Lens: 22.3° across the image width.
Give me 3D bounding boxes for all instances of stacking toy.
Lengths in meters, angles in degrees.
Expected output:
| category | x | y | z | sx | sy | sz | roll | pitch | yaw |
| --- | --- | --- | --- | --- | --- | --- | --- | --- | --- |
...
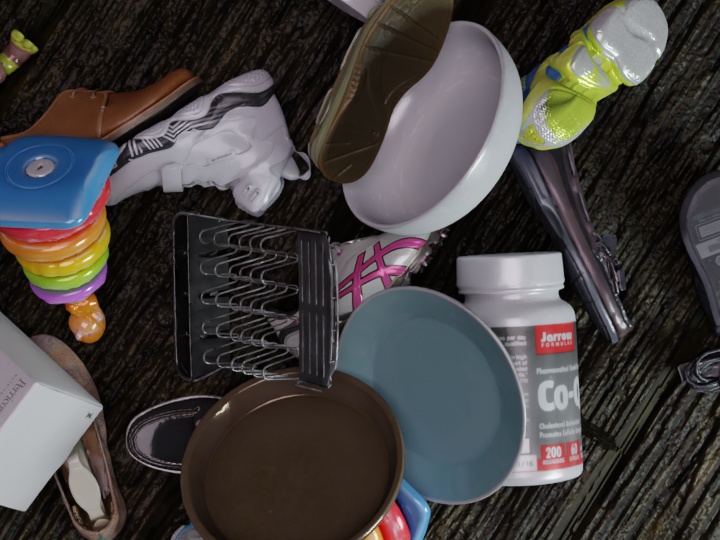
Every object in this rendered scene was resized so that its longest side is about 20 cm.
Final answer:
| category | x | y | z | sx | sy | sz | roll | pitch | yaw |
| --- | --- | --- | --- | --- | --- | --- | --- | --- | --- |
| stacking toy | -0.041 | 0.253 | 1.598 | 0.110 | 0.116 | 0.200 | 38 | 55 | 18 |
| stacking toy | -0.261 | -0.014 | 1.622 | 0.109 | 0.117 | 0.201 | 3 | 133 | 14 |

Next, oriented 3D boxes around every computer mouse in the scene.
| category | x | y | z | sx | sy | sz | roll | pitch | yaw |
| --- | --- | --- | --- | --- | --- | --- | --- | --- | --- |
| computer mouse | 0.340 | 0.003 | 1.671 | 0.137 | 0.053 | 0.202 | -15 | 101 | 2 |

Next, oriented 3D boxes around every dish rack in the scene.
| category | x | y | z | sx | sy | sz | roll | pitch | yaw |
| --- | --- | --- | --- | --- | --- | --- | --- | --- | --- |
| dish rack | -0.091 | 0.028 | 1.601 | 0.054 | 0.199 | 0.155 | -8 | 100 | -37 |

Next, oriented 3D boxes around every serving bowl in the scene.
| category | x | y | z | sx | sy | sz | roll | pitch | yaw |
| --- | --- | --- | --- | --- | --- | --- | --- | --- | --- |
| serving bowl | 0.073 | -0.117 | 1.617 | 0.066 | 0.200 | 0.201 | 28 | 92 | -36 |

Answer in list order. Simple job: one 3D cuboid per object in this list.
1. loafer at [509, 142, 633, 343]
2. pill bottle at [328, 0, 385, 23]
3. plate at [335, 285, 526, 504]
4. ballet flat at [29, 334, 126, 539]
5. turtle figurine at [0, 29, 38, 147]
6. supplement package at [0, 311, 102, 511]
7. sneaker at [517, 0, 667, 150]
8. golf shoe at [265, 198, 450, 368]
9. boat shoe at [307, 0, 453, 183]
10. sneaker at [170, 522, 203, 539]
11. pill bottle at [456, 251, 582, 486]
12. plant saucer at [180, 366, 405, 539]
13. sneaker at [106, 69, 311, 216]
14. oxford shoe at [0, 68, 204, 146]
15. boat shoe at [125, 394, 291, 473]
| category | x | y | z | sx | sy | sz | roll | pitch | yaw |
| --- | --- | --- | --- | --- | --- | --- | --- | --- | --- |
| loafer | 0.205 | -0.034 | 1.660 | 0.063 | 0.072 | 0.201 | -28 | 88 | -3 |
| pill bottle | 0.034 | -0.324 | 1.634 | 0.112 | 0.112 | 0.201 | 32 | 92 | 0 |
| plate | 0.064 | 0.106 | 1.593 | 0.199 | 0.026 | 0.202 | 15 | 117 | 33 |
| ballet flat | -0.262 | 0.153 | 1.667 | 0.068 | 0.067 | 0.201 | -23 | 90 | 0 |
| turtle figurine | -0.364 | -0.154 | 1.663 | 0.199 | 0.064 | 0.162 | 34 | 81 | 14 |
| supplement package | -0.350 | 0.098 | 1.605 | 0.200 | 0.120 | 0.122 | 38 | 91 | 25 |
| sneaker | 0.190 | -0.181 | 1.656 | 0.200 | 0.105 | 0.076 | -41 | 111 | -30 |
| golf shoe | 0.000 | 0.000 | 1.659 | 0.092 | 0.073 | 0.200 | 43 | 91 | 1 |
| boat shoe | 0.013 | -0.176 | 1.618 | 0.073 | 0.063 | 0.202 | 19 | 104 | -28 |
| sneaker | -0.080 | 0.277 | 1.659 | 0.198 | 0.087 | 0.076 | 9 | 90 | -1 |
| pill bottle | 0.139 | 0.086 | 1.638 | 0.113 | 0.114 | 0.202 | -3 | 91 | 1 |
| plant saucer | -0.058 | 0.174 | 1.589 | 0.198 | 0.030 | 0.201 | -6 | 53 | 7 |
| sneaker | -0.144 | -0.087 | 1.657 | 0.199 | 0.075 | 0.115 | -32 | 88 | -2 |
| oxford shoe | -0.238 | -0.141 | 1.662 | 0.199 | 0.071 | 0.072 | -27 | 87 | 2 |
| boat shoe | -0.118 | 0.155 | 1.668 | 0.198 | 0.060 | 0.075 | 4 | 92 | 0 |
